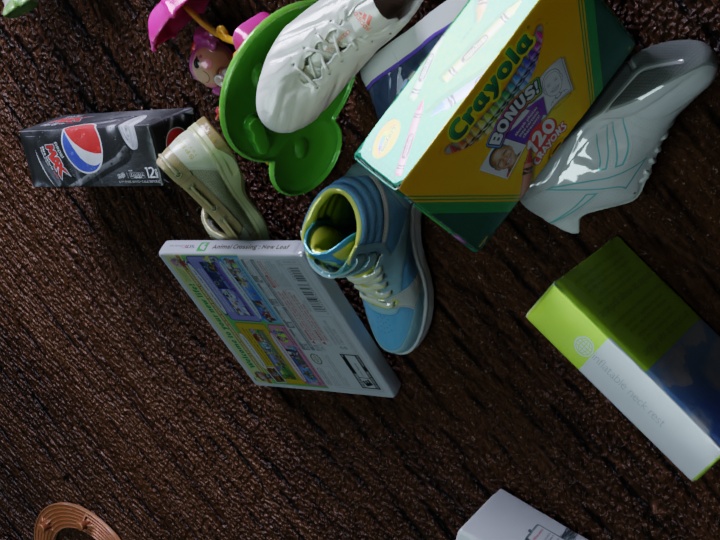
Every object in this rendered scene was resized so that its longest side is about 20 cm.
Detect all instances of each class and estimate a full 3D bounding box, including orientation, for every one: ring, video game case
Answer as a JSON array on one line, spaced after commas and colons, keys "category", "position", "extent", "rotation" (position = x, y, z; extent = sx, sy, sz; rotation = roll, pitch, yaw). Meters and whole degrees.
[{"category": "ring", "position": [-0.354, 0.391, 1.708], "extent": [0.200, 0.019, 0.201], "rotation": [18, 121, 31]}, {"category": "video game case", "position": [-0.076, 0.046, 1.270], "extent": [0.181, 0.022, 0.200], "rotation": [1, 138, 37]}]

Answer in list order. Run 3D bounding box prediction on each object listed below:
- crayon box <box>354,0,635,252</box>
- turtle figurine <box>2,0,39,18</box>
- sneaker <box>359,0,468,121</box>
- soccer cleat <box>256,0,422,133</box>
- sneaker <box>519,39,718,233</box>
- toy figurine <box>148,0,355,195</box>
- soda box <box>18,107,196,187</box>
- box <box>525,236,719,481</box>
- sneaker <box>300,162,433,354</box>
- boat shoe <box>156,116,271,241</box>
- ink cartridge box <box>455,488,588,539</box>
[{"category": "crayon box", "position": [0.100, -0.126, 0.973], "extent": [0.200, 0.119, 0.058], "rotation": [-53, 48, 4]}, {"category": "turtle figurine", "position": [-0.342, -0.354, 1.259], "extent": [0.200, 0.144, 0.195], "rotation": [-23, 99, 46]}, {"category": "sneaker", "position": [0.096, -0.139, 1.059], "extent": [0.200, 0.080, 0.147], "rotation": [-27, 91, 45]}, {"category": "soccer cleat", "position": [-0.011, -0.192, 1.060], "extent": [0.069, 0.200, 0.078], "rotation": [39, -179, -27]}, {"category": "sneaker", "position": [0.201, -0.102, 1.018], "extent": [0.080, 0.071, 0.200], "rotation": [40, 130, -16]}, {"category": "toy figurine", "position": [-0.112, -0.188, 1.196], "extent": [0.184, 0.150, 0.201], "rotation": [38, 155, 35]}, {"category": "soda box", "position": [-0.254, -0.124, 1.348], "extent": [0.199, 0.071, 0.064], "rotation": [2, 111, 38]}, {"category": "box", "position": [0.235, 0.072, 1.027], "extent": [0.200, 0.122, 0.048], "rotation": [46, 127, 11]}, {"category": "sneaker", "position": [0.000, 0.000, 1.170], "extent": [0.079, 0.130, 0.201], "rotation": [7, 116, 34]}, {"category": "boat shoe", "position": [-0.135, -0.061, 1.237], "extent": [0.073, 0.063, 0.201], "rotation": [49, 168, 28]}, {"category": "ink cartridge box", "position": [0.175, 0.318, 1.217], "extent": [0.199, 0.083, 0.147], "rotation": [28, 125, 26]}]
